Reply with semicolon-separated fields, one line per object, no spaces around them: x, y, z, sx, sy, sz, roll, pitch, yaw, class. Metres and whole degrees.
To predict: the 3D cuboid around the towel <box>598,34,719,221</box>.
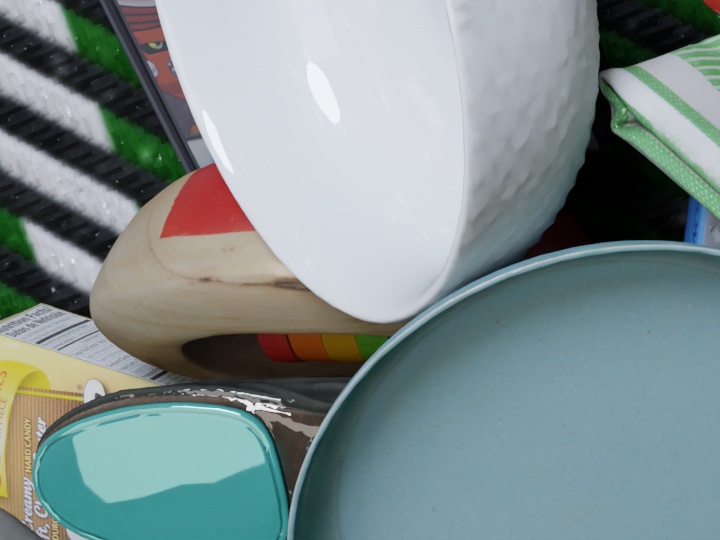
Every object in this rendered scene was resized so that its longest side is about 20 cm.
0.189;-0.048;0.754;0.153;0.199;0.024;45;147;40;towel

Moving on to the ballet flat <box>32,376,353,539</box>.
-0.016;0.068;0.902;0.198;0.068;0.069;-2;101;18;ballet flat

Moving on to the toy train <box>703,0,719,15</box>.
0.120;-0.144;0.773;0.198;0.085;0.117;4;119;18;toy train

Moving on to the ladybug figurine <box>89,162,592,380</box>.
0.000;0.000;0.914;0.198;0.136;0.073;1;73;16;ladybug figurine

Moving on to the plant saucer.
0.075;0.071;0.789;0.198;0.028;0.201;-4;124;-6;plant saucer

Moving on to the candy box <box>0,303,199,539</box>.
-0.061;0.098;0.994;0.199;0.055;0.116;16;106;18;candy box

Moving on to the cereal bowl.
0.011;-0.091;0.785;0.200;0.083;0.201;45;146;42;cereal bowl

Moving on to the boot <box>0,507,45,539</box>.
-0.070;0.148;0.943;0.200;0.072;0.183;38;103;26;boot

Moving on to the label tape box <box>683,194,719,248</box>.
0.201;0.015;0.810;0.198;0.066;0.144;6;126;6;label tape box

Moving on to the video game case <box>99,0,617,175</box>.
-0.021;-0.119;0.886;0.180;0.026;0.201;-5;125;33;video game case
